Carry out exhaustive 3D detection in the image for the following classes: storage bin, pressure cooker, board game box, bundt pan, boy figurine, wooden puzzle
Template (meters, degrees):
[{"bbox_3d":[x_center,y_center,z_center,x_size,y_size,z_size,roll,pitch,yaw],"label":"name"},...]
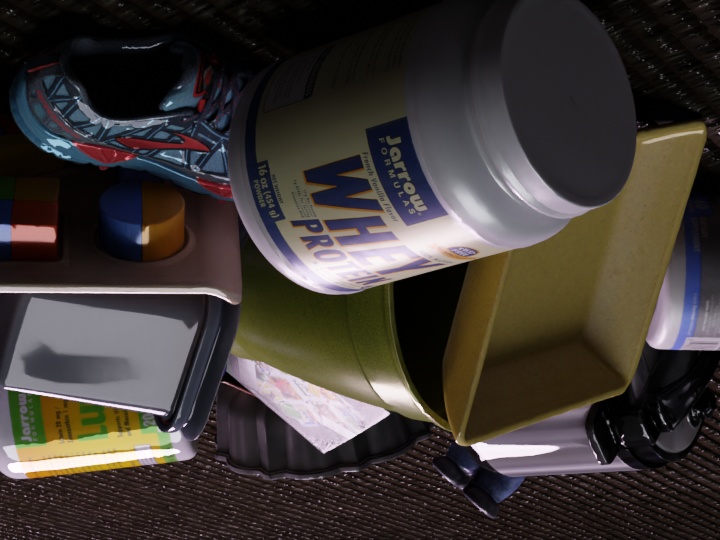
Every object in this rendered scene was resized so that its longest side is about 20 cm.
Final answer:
[{"bbox_3d":[-0.177,0.013,1.439,0.134,0.200,0.146,7,121,-23],"label":"storage bin"},{"bbox_3d":[0.183,0.068,1.720,0.199,0.177,0.178,-5,168,31],"label":"pressure cooker"},{"bbox_3d":[-0.073,0.055,1.681,0.200,0.023,0.105,41,146,-11],"label":"board game box"},{"bbox_3d":[-0.033,0.102,1.912,0.201,0.076,0.202,-8,-161,3],"label":"bundt pan"},{"bbox_3d":[0.147,0.111,1.915,0.124,0.200,0.064,40,-179,15],"label":"boy figurine"},{"bbox_3d":[-0.172,-0.050,1.380,0.199,0.186,0.046,5,122,-8],"label":"wooden puzzle"}]

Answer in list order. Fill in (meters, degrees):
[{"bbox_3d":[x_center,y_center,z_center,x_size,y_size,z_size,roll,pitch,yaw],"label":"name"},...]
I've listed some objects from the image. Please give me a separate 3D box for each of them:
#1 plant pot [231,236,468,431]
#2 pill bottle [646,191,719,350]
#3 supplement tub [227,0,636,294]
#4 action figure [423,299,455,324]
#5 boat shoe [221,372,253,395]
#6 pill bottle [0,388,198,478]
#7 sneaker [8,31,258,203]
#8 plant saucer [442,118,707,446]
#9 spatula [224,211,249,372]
[{"bbox_3d":[0.000,0.000,1.495,0.192,0.201,0.200,4,170,36],"label":"plant pot"},{"bbox_3d":[0.304,0.002,1.593,0.199,0.114,0.114,1,165,-4],"label":"pill bottle"},{"bbox_3d":[0.040,-0.073,1.259,0.199,0.146,0.145,-15,158,40],"label":"supplement tub"},{"bbox_3d":[0.060,0.026,1.634,0.065,0.052,0.200,8,-168,-13],"label":"action figure"},{"bbox_3d":[-0.119,0.059,1.810,0.199,0.071,0.070,16,157,4],"label":"boat shoe"},{"bbox_3d":[-0.231,0.103,1.738,0.199,0.112,0.111,-7,164,2],"label":"pill bottle"},{"bbox_3d":[-0.101,-0.094,1.317,0.199,0.080,0.096,5,161,-22],"label":"sneaker"},{"bbox_3d":[0.126,-0.003,1.421,0.048,0.201,0.200,28,-155,32],"label":"plant saucer"},{"bbox_3d":[-0.091,0.012,1.456,0.020,0.201,0.057,4,-152,-36],"label":"spatula"}]
